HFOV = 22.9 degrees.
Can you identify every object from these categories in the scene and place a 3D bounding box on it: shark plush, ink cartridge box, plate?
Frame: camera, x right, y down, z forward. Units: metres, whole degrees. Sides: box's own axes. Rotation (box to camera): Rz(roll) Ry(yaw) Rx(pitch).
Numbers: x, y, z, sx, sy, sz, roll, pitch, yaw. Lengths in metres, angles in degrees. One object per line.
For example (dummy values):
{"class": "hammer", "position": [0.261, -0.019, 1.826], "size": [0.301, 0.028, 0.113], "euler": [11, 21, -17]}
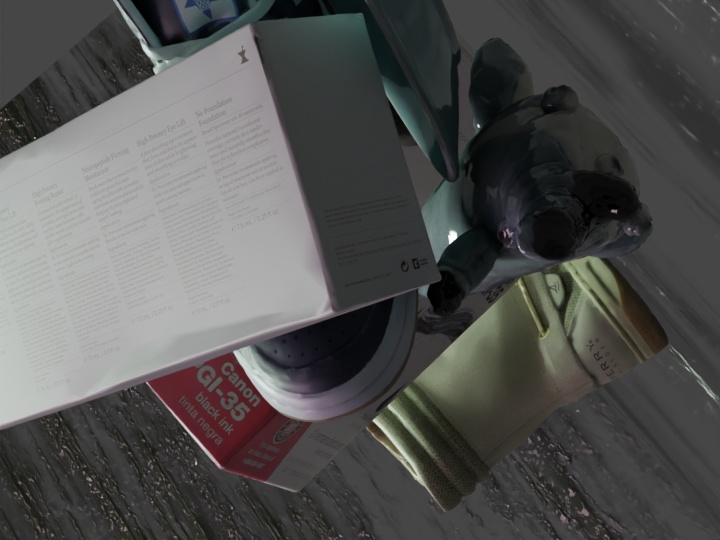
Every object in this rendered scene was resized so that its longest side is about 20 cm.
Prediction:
{"class": "shark plush", "position": [0.056, -0.008, 0.582], "size": [0.091, 0.083, 0.200], "euler": [50, -178, -16]}
{"class": "ink cartridge box", "position": [0.000, 0.000, 0.818], "size": [0.083, 0.200, 0.147], "euler": [46, -179, 17]}
{"class": "plate", "position": [-0.011, -0.120, 0.572], "size": [0.201, 0.025, 0.200], "euler": [61, 180, 0]}

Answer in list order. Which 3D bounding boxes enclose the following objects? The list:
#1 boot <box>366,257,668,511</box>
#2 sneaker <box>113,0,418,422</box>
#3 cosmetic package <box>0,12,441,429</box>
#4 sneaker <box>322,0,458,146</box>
{"class": "boot", "position": [0.060, 0.032, 0.959], "size": [0.072, 0.154, 0.200], "euler": [49, -178, -31]}
{"class": "sneaker", "position": [-0.038, -0.052, 0.596], "size": [0.109, 0.070, 0.201], "euler": [59, -166, -48]}
{"class": "cosmetic package", "position": [-0.069, -0.008, 0.556], "size": [0.050, 0.199, 0.083], "euler": [-17, -92, -46]}
{"class": "sneaker", "position": [-0.014, -0.126, 0.757], "size": [0.200, 0.060, 0.104], "euler": [56, -177, 17]}
